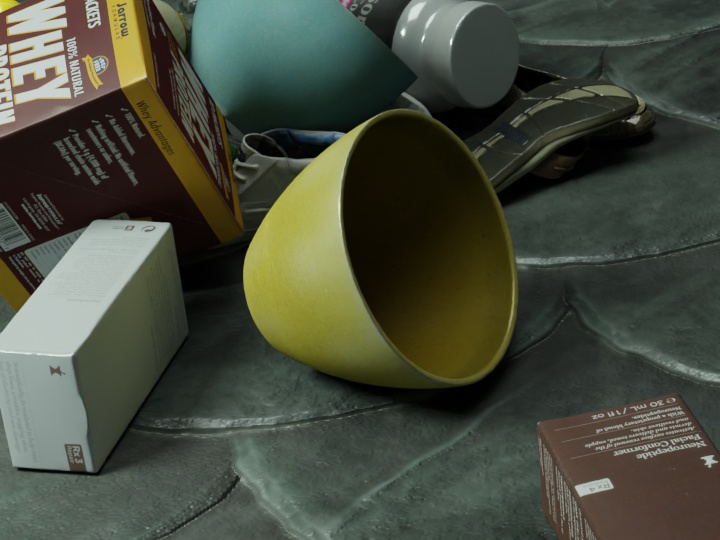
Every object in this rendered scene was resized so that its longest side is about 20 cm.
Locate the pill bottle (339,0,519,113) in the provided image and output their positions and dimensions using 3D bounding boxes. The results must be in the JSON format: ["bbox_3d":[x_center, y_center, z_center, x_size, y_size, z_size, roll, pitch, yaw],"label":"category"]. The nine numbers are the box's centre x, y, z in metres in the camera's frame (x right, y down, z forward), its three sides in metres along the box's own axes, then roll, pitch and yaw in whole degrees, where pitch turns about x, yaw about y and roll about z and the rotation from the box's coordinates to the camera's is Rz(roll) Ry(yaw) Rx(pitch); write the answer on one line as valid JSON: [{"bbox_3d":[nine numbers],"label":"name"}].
[{"bbox_3d":[0.043,-0.206,1.891,0.116,0.117,0.199,-30,28,-37],"label":"pill bottle"}]

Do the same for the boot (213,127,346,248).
[{"bbox_3d":[-0.095,-0.076,1.706,0.199,0.096,0.074,-4,42,6],"label":"boot"}]

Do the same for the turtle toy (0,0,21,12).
[{"bbox_3d":[-0.311,-0.171,1.896,0.101,0.147,0.200,11,-5,-29],"label":"turtle toy"}]

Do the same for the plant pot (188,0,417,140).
[{"bbox_3d":[-0.068,-0.181,1.737,0.135,0.200,0.200,-48,32,4],"label":"plant pot"}]

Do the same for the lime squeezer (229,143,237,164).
[{"bbox_3d":[-0.149,-0.095,1.847,0.071,0.038,0.200,-45,36,-3],"label":"lime squeezer"}]

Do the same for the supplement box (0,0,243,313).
[{"bbox_3d":[-0.223,-0.098,1.598,0.199,0.198,0.133,-21,50,8],"label":"supplement box"}]

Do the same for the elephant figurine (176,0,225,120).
[{"bbox_3d":[-0.195,-0.193,1.892,0.141,0.156,0.200,35,26,25],"label":"elephant figurine"}]

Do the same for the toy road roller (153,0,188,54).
[{"bbox_3d":[-0.243,-0.146,1.734,0.199,0.147,0.123,-4,9,31],"label":"toy road roller"}]

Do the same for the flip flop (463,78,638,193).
[{"bbox_3d":[0.151,-0.103,1.763,0.199,0.058,0.081,-34,40,-16],"label":"flip flop"}]

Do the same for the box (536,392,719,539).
[{"bbox_3d":[0.180,0.159,1.234,0.099,0.075,0.200,-11,30,-8],"label":"box"}]

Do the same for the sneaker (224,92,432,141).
[{"bbox_3d":[-0.022,-0.147,1.869,0.199,0.077,0.080,11,11,20],"label":"sneaker"}]

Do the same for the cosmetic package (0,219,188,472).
[{"bbox_3d":[-0.195,0.051,1.498,0.074,0.102,0.200,2,28,18],"label":"cosmetic package"}]

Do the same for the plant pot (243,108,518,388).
[{"bbox_3d":[0.000,0.000,1.486,0.141,0.201,0.200,-18,16,38],"label":"plant pot"}]

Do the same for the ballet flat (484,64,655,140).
[{"bbox_3d":[0.181,-0.159,1.862,0.199,0.047,0.067,20,36,42],"label":"ballet flat"}]
